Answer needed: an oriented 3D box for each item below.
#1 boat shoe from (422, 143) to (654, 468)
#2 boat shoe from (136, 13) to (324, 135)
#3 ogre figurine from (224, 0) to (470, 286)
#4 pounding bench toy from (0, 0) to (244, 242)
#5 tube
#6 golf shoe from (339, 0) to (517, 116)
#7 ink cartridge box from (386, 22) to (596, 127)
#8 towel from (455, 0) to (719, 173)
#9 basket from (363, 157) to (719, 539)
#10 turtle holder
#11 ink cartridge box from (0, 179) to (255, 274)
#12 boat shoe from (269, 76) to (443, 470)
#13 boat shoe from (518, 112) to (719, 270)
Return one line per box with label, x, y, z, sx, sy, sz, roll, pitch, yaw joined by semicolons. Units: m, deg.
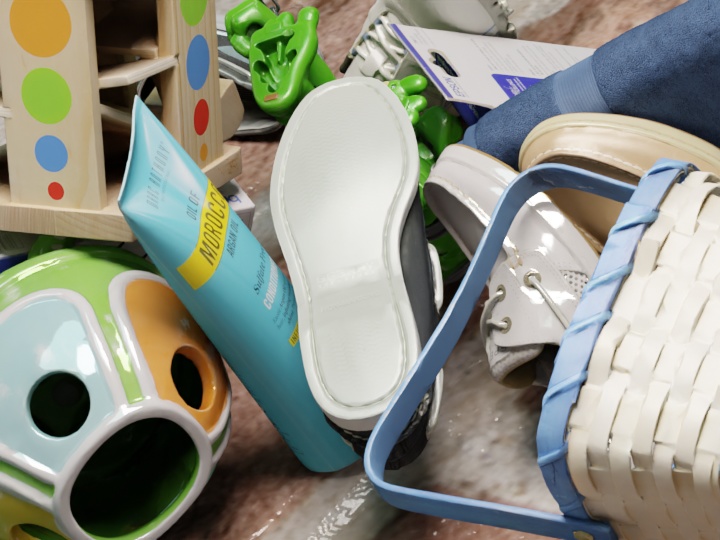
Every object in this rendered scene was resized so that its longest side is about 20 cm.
boat shoe;0.086;0.025;1.159;0.069;0.071;0.200;-37;68;-12
boat shoe;-0.122;-0.122;1.525;0.199;0.072;0.071;3;34;26
ogre figurine;0.001;-0.062;1.322;0.200;0.120;0.098;22;69;39
pounding bench toy;-0.128;-0.122;1.253;0.124;0.157;0.200;6;20;22
tube;-0.057;0.013;1.180;0.050;0.200;0.078;-26;34;16
golf shoe;0.031;-0.123;1.378;0.097;0.200;0.078;-36;70;-6
ink cartridge box;0.114;-0.085;1.311;0.199;0.039;0.100;6;27;-22
towel;0.144;-0.068;1.195;0.200;0.112;0.049;-28;32;37
basket;0.116;0.043;1.054;0.199;0.139;0.177;16;65;30
turtle holder;-0.147;0.078;1.185;0.185;0.141;0.132;-26;35;-15
ink cartridge box;-0.155;0.010;1.270;0.199;0.094;0.044;-13;44;-29
boat shoe;0.000;0.000;1.177;0.075;0.060;0.201;-7;55;12
boat shoe;0.161;-0.008;1.161;0.199;0.071;0.065;25;48;2
